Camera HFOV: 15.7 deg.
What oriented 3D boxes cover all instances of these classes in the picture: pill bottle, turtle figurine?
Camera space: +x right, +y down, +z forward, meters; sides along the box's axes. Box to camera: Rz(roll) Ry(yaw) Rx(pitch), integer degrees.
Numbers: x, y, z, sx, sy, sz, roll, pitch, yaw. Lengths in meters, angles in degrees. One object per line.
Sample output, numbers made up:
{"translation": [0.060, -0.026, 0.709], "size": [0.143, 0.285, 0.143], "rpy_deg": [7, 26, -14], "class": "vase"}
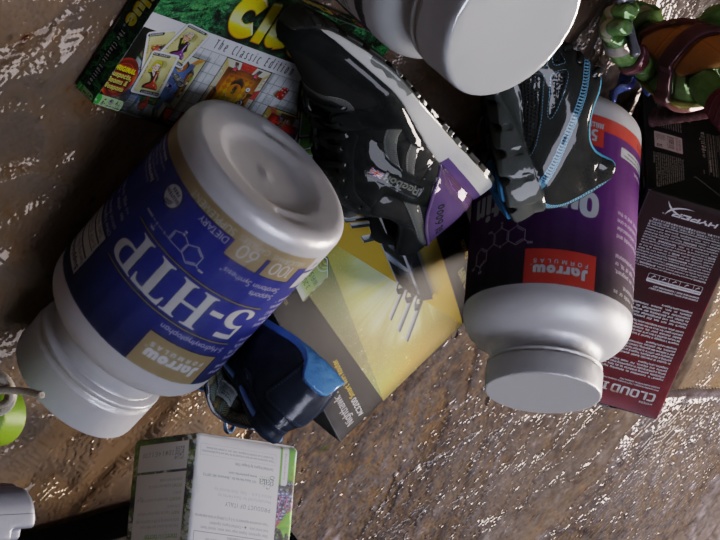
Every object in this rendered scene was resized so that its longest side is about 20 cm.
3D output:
{"translation": [0.127, -0.012, 1.731], "size": [0.112, 0.200, 0.112], "rpy_deg": [4, 157, 2], "class": "pill bottle"}
{"translation": [0.236, -0.163, 1.702], "size": [0.144, 0.194, 0.200], "rpy_deg": [6, 119, -45], "class": "turtle figurine"}
{"translation": [0.026, -0.190, 1.460], "size": [0.113, 0.200, 0.113], "rpy_deg": [-27, 141, -24], "class": "pill bottle"}
{"translation": [-0.115, 0.005, 1.576], "size": [0.120, 0.120, 0.200], "rpy_deg": [11, 130, -49], "class": "pill bottle"}

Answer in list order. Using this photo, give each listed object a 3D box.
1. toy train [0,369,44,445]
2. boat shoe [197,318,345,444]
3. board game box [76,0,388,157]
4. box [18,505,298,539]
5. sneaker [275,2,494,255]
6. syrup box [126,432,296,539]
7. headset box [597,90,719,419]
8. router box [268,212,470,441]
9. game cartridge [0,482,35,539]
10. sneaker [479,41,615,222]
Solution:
{"translation": [-0.232, 0.081, 1.504], "size": [0.116, 0.200, 0.085], "rpy_deg": [11, 78, -61], "class": "toy train"}
{"translation": [-0.076, 0.063, 1.645], "size": [0.084, 0.200, 0.069], "rpy_deg": [42, 83, -11], "class": "boat shoe"}
{"translation": [-0.072, -0.126, 1.581], "size": [0.200, 0.023, 0.105], "rpy_deg": [15, 112, -50], "class": "board game box"}
{"translation": [-0.152, 0.270, 1.816], "size": [0.196, 0.117, 0.200], "rpy_deg": [-12, 132, -36], "class": "box"}
{"translation": [0.001, -0.077, 1.592], "size": [0.088, 0.076, 0.200], "rpy_deg": [-48, 130, -3], "class": "sneaker"}
{"translation": [-0.102, 0.209, 1.680], "size": [0.081, 0.079, 0.200], "rpy_deg": [11, 77, -34], "class": "syrup box"}
{"translation": [0.202, -0.004, 1.858], "size": [0.075, 0.149, 0.200], "rpy_deg": [16, 121, -5], "class": "headset box"}
{"translation": [0.000, 0.000, 1.738], "size": [0.157, 0.052, 0.200], "rpy_deg": [-44, 145, -13], "class": "router box"}
{"translation": [-0.299, 0.140, 1.499], "size": [0.133, 0.200, 0.041], "rpy_deg": [-4, 90, -46], "class": "game cartridge"}
{"translation": [0.106, -0.135, 1.651], "size": [0.082, 0.073, 0.200], "rpy_deg": [-15, 110, -8], "class": "sneaker"}
